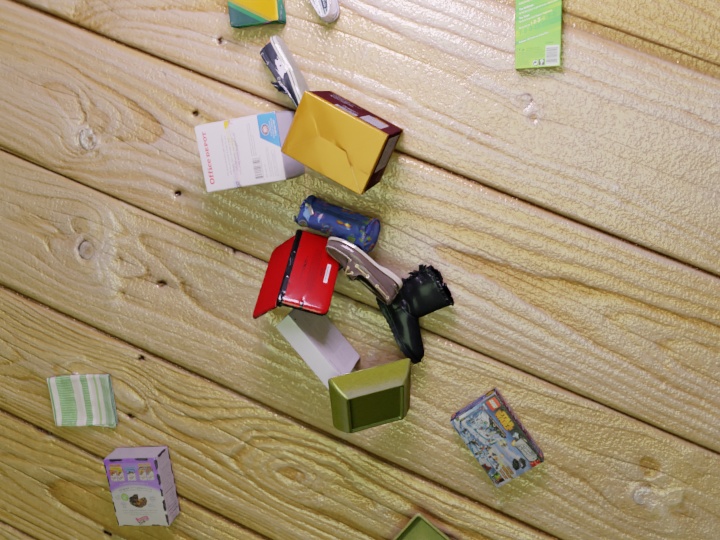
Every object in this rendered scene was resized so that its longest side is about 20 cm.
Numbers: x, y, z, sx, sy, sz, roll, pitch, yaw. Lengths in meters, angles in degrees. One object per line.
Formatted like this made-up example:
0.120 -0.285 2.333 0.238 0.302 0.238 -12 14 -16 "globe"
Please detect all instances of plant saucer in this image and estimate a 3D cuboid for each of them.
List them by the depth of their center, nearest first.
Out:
0.030 0.304 1.574 0.195 0.048 0.203 -13 137 -9 "plant saucer"
0.165 0.730 1.723 0.199 0.048 0.201 39 109 2 "plant saucer"

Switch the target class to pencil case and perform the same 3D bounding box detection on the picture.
-0.052 -0.110 1.544 0.196 0.087 0.079 22 79 19 "pencil case"

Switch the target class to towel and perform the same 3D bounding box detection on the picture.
-0.772 0.364 1.883 0.195 0.023 0.157 -2 102 14 "towel"

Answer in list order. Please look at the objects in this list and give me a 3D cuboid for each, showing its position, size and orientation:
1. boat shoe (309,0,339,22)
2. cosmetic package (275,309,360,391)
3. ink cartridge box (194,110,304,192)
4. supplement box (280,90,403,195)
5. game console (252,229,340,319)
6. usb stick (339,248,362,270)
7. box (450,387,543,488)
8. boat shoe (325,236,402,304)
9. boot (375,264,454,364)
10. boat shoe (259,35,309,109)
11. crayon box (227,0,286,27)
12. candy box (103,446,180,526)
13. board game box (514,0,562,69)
-0.098 -0.637 1.454 0.072 0.067 0.203 -24 97 17 "boat shoe"
-0.097 0.170 1.605 0.051 0.151 0.201 -40 92 19 "cosmetic package"
-0.247 -0.271 1.537 0.195 0.145 0.151 -5 102 15 "ink cartridge box"
-0.034 -0.280 1.454 0.194 0.200 0.135 29 109 5 "supplement box"
-0.142 0.022 1.565 0.168 0.204 0.120 14 147 -3 "game console"
-0.053 -0.032 1.608 0.198 0.033 0.056 -36 83 19 "usb stick"
0.325 0.399 1.616 0.136 0.040 0.202 -35 93 20 "box"
0.000 0.000 1.520 0.198 0.072 0.060 35 70 -3 "boat shoe"
0.142 0.097 1.572 0.160 0.073 0.201 -29 91 19 "boot"
-0.164 -0.423 1.520 0.061 0.074 0.203 -28 89 20 "boat shoe"
-0.233 -0.645 1.489 0.116 0.058 0.205 -1 103 14 "crayon box"
-0.601 0.596 1.872 0.164 0.072 0.205 -5 102 14 "candy box"
0.364 -0.522 1.391 0.093 0.030 0.205 0 106 13 "board game box"
